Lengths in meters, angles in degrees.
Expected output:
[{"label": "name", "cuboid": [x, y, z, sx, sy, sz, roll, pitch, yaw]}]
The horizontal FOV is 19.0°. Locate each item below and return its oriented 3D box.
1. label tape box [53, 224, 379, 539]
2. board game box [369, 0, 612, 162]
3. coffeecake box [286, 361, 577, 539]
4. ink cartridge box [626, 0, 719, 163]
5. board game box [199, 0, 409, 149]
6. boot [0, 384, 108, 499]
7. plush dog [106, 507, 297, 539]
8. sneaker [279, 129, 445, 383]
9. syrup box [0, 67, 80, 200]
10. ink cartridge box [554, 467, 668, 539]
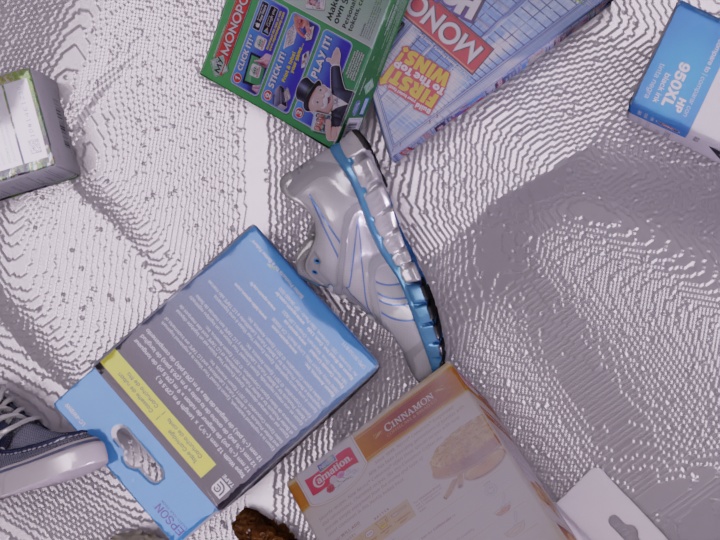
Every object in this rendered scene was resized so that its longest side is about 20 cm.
[{"label": "label tape box", "cuboid": [-0.105, 0.086, 1.601, 0.200, 0.066, 0.143, -42, 86, -4]}, {"label": "board game box", "cuboid": [0.049, -0.191, 1.608, 0.200, 0.062, 0.200, 40, 92, 5]}, {"label": "coffeecake box", "cuboid": [0.061, 0.192, 1.543, 0.153, 0.073, 0.200, -37, 54, 6]}, {"label": "ink cartridge box", "cuboid": [0.297, -0.107, 1.540, 0.199, 0.145, 0.085, 26, 92, 6]}, {"label": "board game box", "cuboid": [-0.029, -0.207, 1.580, 0.134, 0.029, 0.201, 31, 110, 27]}, {"label": "boot", "cuboid": [-0.266, 0.121, 1.585, 0.199, 0.073, 0.091, -19, 83, 42]}, {"label": "plush dog", "cuboid": [-0.092, 0.269, 1.581, 0.171, 0.160, 0.201, -19, 87, -20]}, {"label": "sneaker", "cuboid": [0.000, 0.000, 1.585, 0.086, 0.075, 0.201, -23, 106, 4]}, {"label": "syrup box", "cuboid": [-0.323, -0.084, 1.630, 0.199, 0.081, 0.079, -17, 85, 5]}, {"label": "ink cartridge box", "cuboid": [0.140, 0.253, 1.585, 0.200, 0.068, 0.115, -44, 85, 2]}]
